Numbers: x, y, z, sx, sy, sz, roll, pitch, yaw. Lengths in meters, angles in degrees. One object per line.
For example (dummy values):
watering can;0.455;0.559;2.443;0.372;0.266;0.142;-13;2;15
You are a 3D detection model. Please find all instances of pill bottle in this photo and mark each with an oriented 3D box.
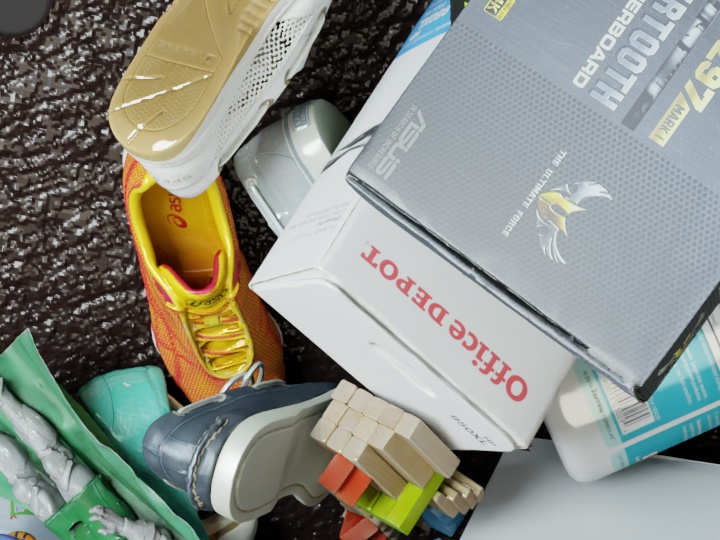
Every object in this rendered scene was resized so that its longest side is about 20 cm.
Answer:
pill bottle;0.187;0.031;0.868;0.198;0.111;0.112;-24;112;3

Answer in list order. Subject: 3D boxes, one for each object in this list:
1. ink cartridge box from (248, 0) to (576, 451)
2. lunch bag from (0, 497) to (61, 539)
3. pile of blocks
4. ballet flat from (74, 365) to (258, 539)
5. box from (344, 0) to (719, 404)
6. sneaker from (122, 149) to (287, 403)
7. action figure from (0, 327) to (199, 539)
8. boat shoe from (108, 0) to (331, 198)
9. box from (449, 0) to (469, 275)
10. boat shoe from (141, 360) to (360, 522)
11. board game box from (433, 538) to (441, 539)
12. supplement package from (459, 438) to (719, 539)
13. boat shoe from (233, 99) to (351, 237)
ink cartridge box;0.059;-0.030;0.793;0.144;0.084;0.201;41;66;-19
lunch bag;-0.212;0.235;0.919;0.200;0.076;0.160;-40;107;15
pile of blocks;0.019;0.129;0.850;0.082;0.200;0.062;31;77;19
ballet flat;-0.099;0.141;0.907;0.070;0.067;0.202;-27;115;-11
box;0.113;-0.071;0.655;0.157;0.051;0.201;37;91;18
sneaker;-0.088;0.018;0.849;0.072;0.077;0.202;-19;121;0
action figure;-0.143;0.136;0.846;0.200;0.055;0.118;44;129;-8
boat shoe;-0.054;-0.126;0.783;0.201;0.070;0.069;-57;152;-17
box;0.133;-0.089;0.766;0.191;0.047;0.202;6;77;-28
boat shoe;-0.051;0.092;0.834;0.061;0.200;0.076;20;101;19
board game box;-0.043;0.225;0.861;0.151;0.045;0.200;-15;156;-27
supplement package;0.157;0.227;0.890;0.189;0.147;0.202;6;113;18
boat shoe;0.000;0.000;0.866;0.071;0.070;0.202;-24;113;22
